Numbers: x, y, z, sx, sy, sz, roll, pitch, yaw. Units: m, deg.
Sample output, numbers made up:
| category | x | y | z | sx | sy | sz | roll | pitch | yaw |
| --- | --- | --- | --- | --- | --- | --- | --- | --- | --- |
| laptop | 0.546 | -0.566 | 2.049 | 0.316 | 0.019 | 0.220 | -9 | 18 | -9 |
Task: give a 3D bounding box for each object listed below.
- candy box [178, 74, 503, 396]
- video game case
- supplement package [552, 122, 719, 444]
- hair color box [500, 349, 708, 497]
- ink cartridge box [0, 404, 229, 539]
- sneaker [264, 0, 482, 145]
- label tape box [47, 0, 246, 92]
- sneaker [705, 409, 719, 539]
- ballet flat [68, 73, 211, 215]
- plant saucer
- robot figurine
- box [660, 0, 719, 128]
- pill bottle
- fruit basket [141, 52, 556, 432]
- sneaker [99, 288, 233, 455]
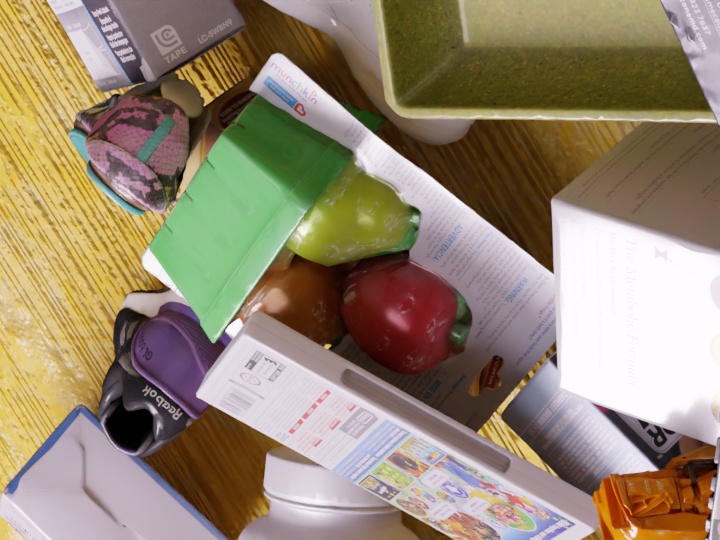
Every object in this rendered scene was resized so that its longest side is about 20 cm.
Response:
| category | x | y | z | sx | sy | sz | roll | pitch | yaw |
| --- | --- | --- | --- | --- | --- | --- | --- | --- | --- |
| candy box | -0.010 | -0.004 | 1.558 | 0.200 | 0.055 | 0.116 | 35 | 135 | 20 |
| video game case | 0.017 | 0.091 | 1.458 | 0.199 | 0.018 | 0.143 | 30 | 161 | -4 |
| supplement package | 0.202 | 0.014 | 1.327 | 0.199 | 0.109 | 0.114 | 18 | 129 | 32 |
| hair color box | 0.178 | 0.106 | 1.434 | 0.200 | 0.099 | 0.061 | 45 | 138 | 7 |
| ink cartridge box | -0.151 | 0.162 | 1.741 | 0.136 | 0.076 | 0.200 | 43 | 167 | 0 |
| sneaker | -0.001 | -0.160 | 1.441 | 0.200 | 0.075 | 0.089 | 42 | 124 | 5 |
| label tape box | -0.149 | -0.196 | 1.500 | 0.201 | 0.063 | 0.144 | 60 | 166 | -9 |
| sneaker | 0.203 | 0.076 | 1.223 | 0.087 | 0.076 | 0.201 | 17 | 128 | 25 |
| ballet flat | -0.111 | -0.070 | 1.495 | 0.069 | 0.071 | 0.200 | 42 | 179 | -8 |
| plant saucer | 0.091 | -0.173 | 1.329 | 0.199 | 0.048 | 0.201 | 3 | 108 | 37 |
| robot figurine | 0.216 | 0.138 | 1.346 | 0.058 | 0.199 | 0.146 | 108 | 155 | -65 |
| box | 0.255 | -0.134 | 1.117 | 0.198 | 0.200 | 0.124 | -15 | 107 | 47 |
| pill bottle | -0.020 | 0.205 | 1.633 | 0.112 | 0.112 | 0.201 | 8 | 95 | 38 |
| fruit basket | 0.000 | 0.000 | 1.466 | 0.199 | 0.094 | 0.185 | 33 | 136 | -2 |
| sneaker | -0.124 | 0.063 | 1.632 | 0.076 | 0.088 | 0.200 | 40 | 165 | -4 |
